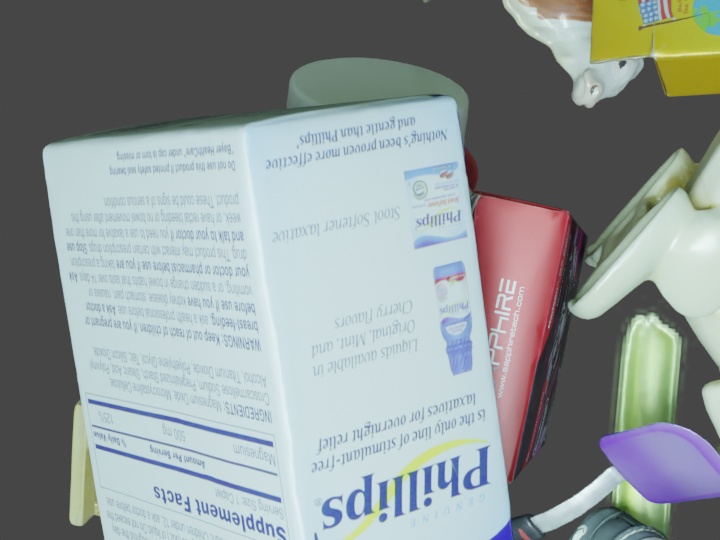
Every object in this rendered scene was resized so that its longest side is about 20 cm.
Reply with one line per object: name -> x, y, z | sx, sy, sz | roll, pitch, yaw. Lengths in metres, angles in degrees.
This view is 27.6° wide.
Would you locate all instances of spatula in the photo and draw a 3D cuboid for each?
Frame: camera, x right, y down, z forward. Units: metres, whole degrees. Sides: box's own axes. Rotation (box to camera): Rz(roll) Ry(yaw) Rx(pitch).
spatula -> 0.107, 0.127, 0.784 | 0.199, 0.021, 0.057 | -30, 112, 33

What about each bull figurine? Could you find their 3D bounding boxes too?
bull figurine -> 0.103, -0.188, 0.802 | 0.120, 0.065, 0.202 | 8, 81, -20

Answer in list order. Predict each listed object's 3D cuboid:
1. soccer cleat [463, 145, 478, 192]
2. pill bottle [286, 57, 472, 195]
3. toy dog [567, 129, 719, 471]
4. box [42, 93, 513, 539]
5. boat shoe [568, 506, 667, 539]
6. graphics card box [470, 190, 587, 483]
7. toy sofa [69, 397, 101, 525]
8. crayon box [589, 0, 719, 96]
soccer cleat -> -0.033, -0.044, 0.841 | 0.198, 0.077, 0.067 | -17, 119, -2
pill bottle -> 0.000, 0.000, 0.758 | 0.119, 0.120, 0.202 | 14, 117, 13
toy dog -> 0.233, 0.015, 0.744 | 0.200, 0.140, 0.194 | 42, 102, -1
box -> -0.040, 0.034, 0.630 | 0.183, 0.104, 0.202 | 4, 103, 55
boat shoe -> 0.107, 0.221, 0.808 | 0.201, 0.072, 0.062 | -61, 35, 11
graphics card box -> 0.076, 0.033, 0.739 | 0.050, 0.200, 0.127 | 12, 90, 10
toy sofa -> -0.059, 0.113, 0.838 | 0.198, 0.098, 0.083 | 13, 116, 13
crayon box -> 0.220, -0.158, 0.739 | 0.198, 0.051, 0.128 | 0, 72, 21
